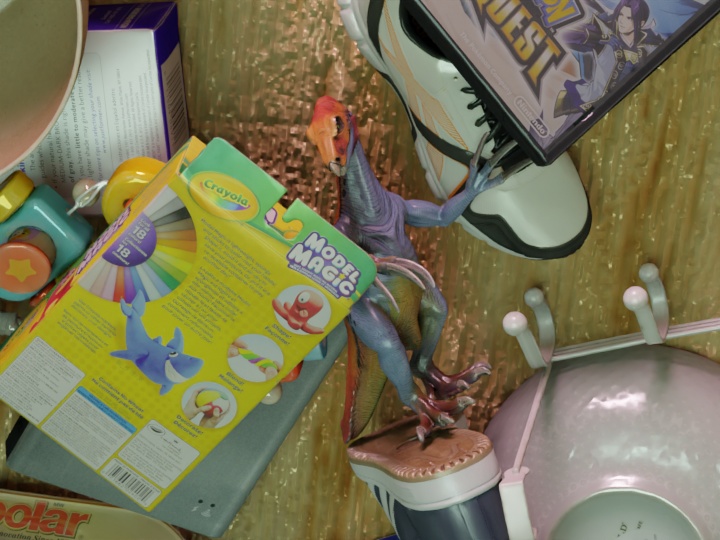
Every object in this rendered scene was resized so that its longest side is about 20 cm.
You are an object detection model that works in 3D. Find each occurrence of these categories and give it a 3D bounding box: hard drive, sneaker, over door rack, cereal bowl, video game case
[{"bbox_3d":[-0.095,0.052,1.610,0.139,0.033,0.200,21,119,-22],"label":"hard drive"},{"bbox_3d":[0.060,-0.088,1.529,0.074,0.080,0.200,-40,102,-15],"label":"sneaker"},{"bbox_3d":[0.150,0.051,1.506,0.147,0.200,0.067,-12,119,15],"label":"over door rack"},{"bbox_3d":[0.152,0.147,1.605,0.199,0.083,0.201,4,109,10],"label":"cereal bowl"},{"bbox_3d":[0.049,0.139,1.557,0.070,0.200,0.109,-23,97,-6],"label":"sneaker"},{"bbox_3d":[0.098,-0.188,1.481,0.181,0.025,0.200,-42,99,-9],"label":"video game case"}]

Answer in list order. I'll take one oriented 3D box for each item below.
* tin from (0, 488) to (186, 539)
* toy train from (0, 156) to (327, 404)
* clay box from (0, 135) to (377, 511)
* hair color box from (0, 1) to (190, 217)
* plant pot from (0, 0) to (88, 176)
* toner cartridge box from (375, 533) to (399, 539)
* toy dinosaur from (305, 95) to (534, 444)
[{"bbox_3d":[-0.186,0.188,1.675,0.199,0.042,0.112,7,74,13],"label":"tin"},{"bbox_3d":[-0.123,0.015,1.526,0.199,0.056,0.151,-1,116,10],"label":"toy train"},{"bbox_3d":[-0.089,0.021,1.469,0.115,0.048,0.200,39,117,-13],"label":"clay box"},{"bbox_3d":[-0.198,-0.087,1.597,0.199,0.065,0.110,-2,110,9],"label":"hair color box"},{"bbox_3d":[-0.228,-0.153,1.480,0.200,0.135,0.201,3,114,6],"label":"plant pot"},{"bbox_3d":[-0.040,0.227,1.690,0.199,0.043,0.095,-18,106,16],"label":"toner cartridge box"},{"bbox_3d":[0.000,0.000,1.518,0.200,0.105,0.182,-26,101,35],"label":"toy dinosaur"}]
